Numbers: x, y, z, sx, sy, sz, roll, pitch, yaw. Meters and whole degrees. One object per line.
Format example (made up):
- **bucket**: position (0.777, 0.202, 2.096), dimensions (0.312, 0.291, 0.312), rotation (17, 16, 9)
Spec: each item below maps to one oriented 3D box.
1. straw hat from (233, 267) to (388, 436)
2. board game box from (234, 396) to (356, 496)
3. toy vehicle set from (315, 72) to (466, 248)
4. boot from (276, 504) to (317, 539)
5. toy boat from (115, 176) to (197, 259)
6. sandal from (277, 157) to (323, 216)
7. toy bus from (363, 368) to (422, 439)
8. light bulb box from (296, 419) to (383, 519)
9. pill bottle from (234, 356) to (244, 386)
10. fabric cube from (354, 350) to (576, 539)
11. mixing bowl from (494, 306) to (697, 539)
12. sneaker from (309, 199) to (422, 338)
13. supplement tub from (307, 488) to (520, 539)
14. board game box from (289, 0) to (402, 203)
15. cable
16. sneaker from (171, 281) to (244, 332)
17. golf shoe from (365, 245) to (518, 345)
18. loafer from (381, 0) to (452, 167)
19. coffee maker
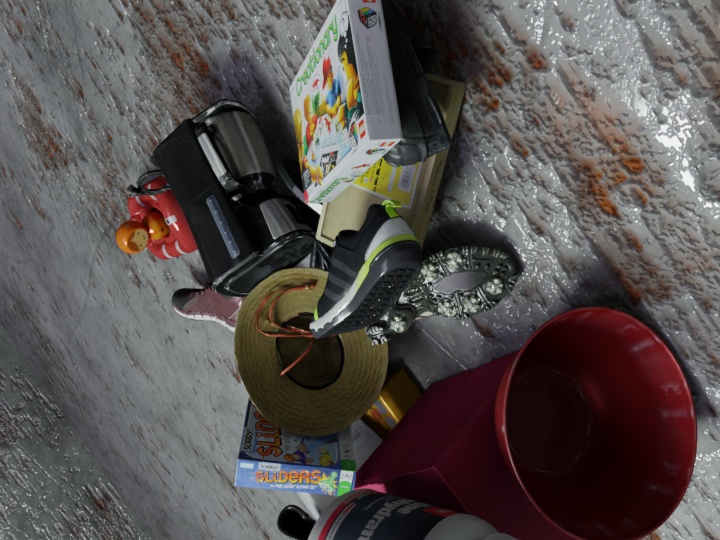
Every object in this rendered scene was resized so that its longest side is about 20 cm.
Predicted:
- **straw hat**: position (-0.064, 0.102, 0.791), dimensions (0.202, 0.200, 0.085), rotation (50, 164, 4)
- **board game box**: position (-0.078, 0.198, 0.772), dimensions (0.131, 0.200, 0.036), rotation (8, 105, -8)
- **toy vehicle set**: position (0.026, -0.108, 0.655), dimensions (0.122, 0.026, 0.206), rotation (26, 113, 30)
- **boot**: position (-0.010, 0.356, 0.743), dimensions (0.195, 0.069, 0.132), rotation (19, 146, 19)
- **toy boat**: position (-0.339, -0.072, 1.028), dimensions (0.197, 0.130, 0.133), rotation (-10, 111, 48)
- **sandal**: position (-0.013, -0.080, 0.751), dimensions (0.199, 0.075, 0.048), rotation (40, 114, 7)
- **toy bus**: position (0.060, 0.210, 0.874), dimensions (0.202, 0.065, 0.078), rotation (53, 141, 1)
- **light bulb box**: position (-0.025, 0.306, 0.919), dimensions (0.197, 0.124, 0.203), rotation (35, 155, 40)
- **pill bottle**: position (-0.133, 0.124, 0.950), dimensions (0.115, 0.114, 0.201), rotation (48, 155, 7)
- **fabric cube**: position (0.135, 0.251, 0.722), dimensions (0.198, 0.198, 0.199), rotation (53, 141, -2)
- **mixing bowl**: position (0.204, 0.145, 0.604), dimensions (0.202, 0.199, 0.108), rotation (52, 162, 1)
- **sneaker**: position (0.000, 0.000, 0.648), dimensions (0.200, 0.070, 0.085), rotation (-47, 58, 47)
- **supplement tub**: position (0.052, 0.285, 0.563), dimensions (0.197, 0.140, 0.144), rotation (-6, 113, 46)
- **board game box**: position (-0.022, -0.151, 0.589), dimensions (0.199, 0.034, 0.131), rotation (155, 107, -68)
- **cable**: position (-0.098, -0.017, 0.885), dimensions (0.163, 0.050, 0.201), rotation (46, 140, 11)
- **sneaker**: position (-0.247, 0.026, 1.062), dimensions (0.195, 0.076, 0.119), rotation (11, 121, 28)
- **golf shoe**: position (0.084, 0.015, 0.710), dimensions (0.196, 0.088, 0.079), rotation (-20, 98, 27)
- **loafer**: position (0.035, -0.196, 0.585), dimensions (0.068, 0.068, 0.207), rotation (94, 164, -76)
- **coffee maker**: position (-0.170, -0.072, 0.792), dimensions (0.191, 0.133, 0.204), rotation (-37, 72, 32)
